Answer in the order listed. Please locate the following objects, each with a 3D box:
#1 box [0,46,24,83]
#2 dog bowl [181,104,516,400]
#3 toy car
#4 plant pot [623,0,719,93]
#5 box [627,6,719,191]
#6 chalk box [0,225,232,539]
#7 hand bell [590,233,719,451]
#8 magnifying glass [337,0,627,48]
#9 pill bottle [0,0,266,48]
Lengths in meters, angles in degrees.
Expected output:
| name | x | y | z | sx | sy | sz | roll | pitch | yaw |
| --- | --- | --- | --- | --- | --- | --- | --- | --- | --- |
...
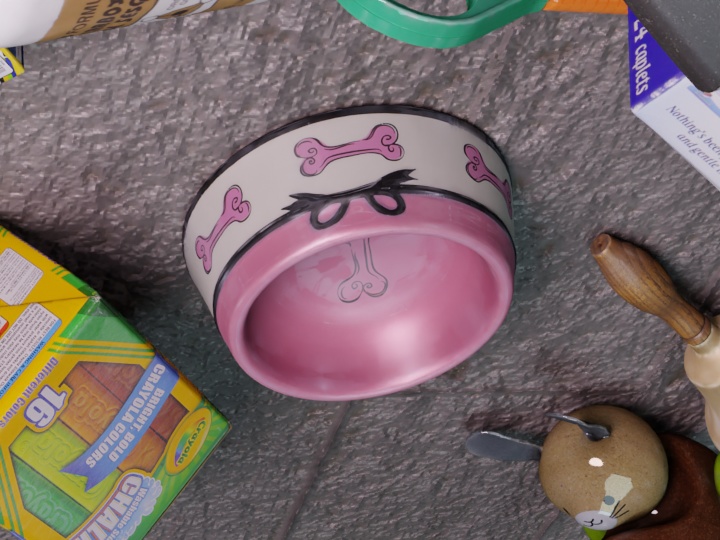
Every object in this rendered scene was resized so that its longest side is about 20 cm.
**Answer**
| name | x | y | z | sx | sy | sz | roll | pitch | yaw |
| --- | --- | --- | --- | --- | --- | --- | --- | --- | --- |
| box | -0.218 | -0.150 | 0.667 | 0.064 | 0.071 | 0.200 | -21 | 144 | 14 |
| dog bowl | 0.000 | 0.000 | 0.937 | 0.198 | 0.074 | 0.201 | -10 | 144 | -7 |
| toy car | 0.175 | 0.161 | 1.162 | 0.199 | 0.159 | 0.164 | 35 | 143 | -26 |
| plant pot | 0.129 | -0.228 | 0.588 | 0.177 | 0.201 | 0.200 | 34 | 125 | -28 |
| box | 0.214 | -0.148 | 0.675 | 0.105 | 0.185 | 0.199 | 35 | 130 | -26 |
| chalk box | -0.168 | 0.084 | 0.912 | 0.125 | 0.123 | 0.200 | -52 | 142 | -10 |
| hand bell | 0.213 | 0.036 | 1.066 | 0.104 | 0.105 | 0.199 | -35 | 127 | 27 |
| magnifying glass | 0.070 | -0.139 | 0.787 | 0.198 | 0.080 | 0.022 | -2 | 140 | -33 |
| pill bottle | -0.120 | -0.145 | 0.616 | 0.199 | 0.115 | 0.115 | -17 | 151 | -36 |
